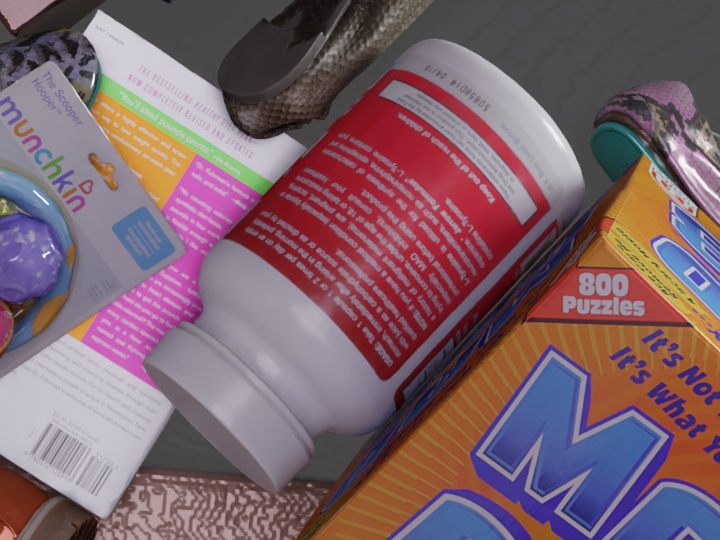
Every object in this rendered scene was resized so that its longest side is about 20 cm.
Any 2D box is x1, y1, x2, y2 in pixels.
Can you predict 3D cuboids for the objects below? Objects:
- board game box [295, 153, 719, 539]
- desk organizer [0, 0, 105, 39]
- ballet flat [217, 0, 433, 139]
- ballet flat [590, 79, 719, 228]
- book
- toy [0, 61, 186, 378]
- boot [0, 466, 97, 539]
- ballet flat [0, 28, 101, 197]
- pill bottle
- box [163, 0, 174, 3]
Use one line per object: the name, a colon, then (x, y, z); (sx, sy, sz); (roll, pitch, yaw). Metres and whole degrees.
board game box: (0.115, 0.104, 0.823); (0.200, 0.200, 0.200); (43, 108, 1)
desk organizer: (-0.187, -0.207, 0.921); (0.077, 0.072, 0.201); (-37, 89, -2)
ballet flat: (0.010, -0.131, 0.924); (0.067, 0.047, 0.200); (21, 59, 40)
ballet flat: (0.185, -0.005, 0.933); (0.071, 0.069, 0.201); (-30, 88, -23)
book: (-0.122, -0.002, 0.925); (0.133, 0.048, 0.201); (33, 87, -3)
toy: (-0.186, 0.012, 0.860); (0.199, 0.047, 0.115); (-32, 121, 3)
boot: (-0.218, 0.175, 0.902); (0.107, 0.075, 0.201); (30, 82, 8)
ballet flat: (-0.208, -0.047, 0.883); (0.200, 0.072, 0.072); (-36, 89, 13)
pill bottle: (0.000, 0.000, 0.882); (0.112, 0.112, 0.200); (44, 76, 1)
box: (-0.124, -0.260, 0.842); (0.195, 0.124, 0.201); (23, 59, -18)
